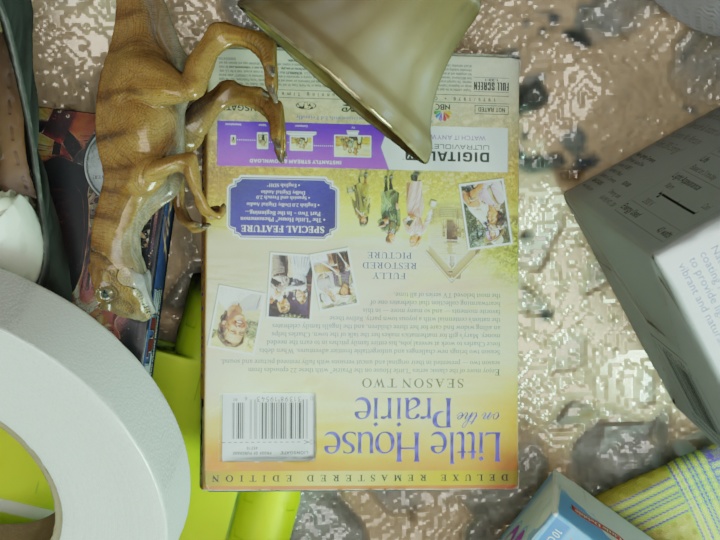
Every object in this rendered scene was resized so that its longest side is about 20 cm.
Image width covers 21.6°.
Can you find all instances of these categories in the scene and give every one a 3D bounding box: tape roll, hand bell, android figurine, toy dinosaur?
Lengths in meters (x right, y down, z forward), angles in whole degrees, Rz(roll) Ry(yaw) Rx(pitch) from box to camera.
[{"bbox_3d":[-0.171,0.083,0.800,0.203,0.037,0.203,7,127,10],"label":"tape roll"},{"bbox_3d":[0.051,-0.154,0.788,0.104,0.104,0.200,40,91,-8],"label":"hand bell"},{"bbox_3d":[-0.118,0.092,0.883,0.182,0.041,0.200,16,95,-5],"label":"android figurine"},{"bbox_3d":[-0.087,-0.082,0.798,0.106,0.060,0.200,-3,77,2],"label":"toy dinosaur"}]

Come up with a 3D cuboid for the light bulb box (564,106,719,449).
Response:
[{"bbox_3d":[0.215,-0.019,0.802,0.200,0.198,0.125,-29,100,1],"label":"light bulb box"}]

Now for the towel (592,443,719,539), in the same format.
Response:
[{"bbox_3d":[0.198,0.145,0.915,0.200,0.023,0.144,-26,98,0],"label":"towel"}]

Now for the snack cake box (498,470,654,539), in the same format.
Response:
[{"bbox_3d":[0.077,0.209,0.880,0.115,0.067,0.200,36,103,-2],"label":"snack cake box"}]

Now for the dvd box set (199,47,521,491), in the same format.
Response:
[{"bbox_3d":[0.000,0.000,0.856,0.146,0.029,0.200,0,88,-9],"label":"dvd box set"}]

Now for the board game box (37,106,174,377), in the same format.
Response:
[{"bbox_3d":[-0.187,-0.009,0.841,0.200,0.035,0.136,6,85,3],"label":"board game box"}]

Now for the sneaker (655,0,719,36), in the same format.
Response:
[{"bbox_3d":[0.178,-0.198,0.813,0.075,0.200,0.115,34,61,28],"label":"sneaker"}]

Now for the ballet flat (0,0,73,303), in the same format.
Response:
[{"bbox_3d":[-0.166,-0.043,0.791,0.068,0.068,0.200,-9,85,3],"label":"ballet flat"}]
